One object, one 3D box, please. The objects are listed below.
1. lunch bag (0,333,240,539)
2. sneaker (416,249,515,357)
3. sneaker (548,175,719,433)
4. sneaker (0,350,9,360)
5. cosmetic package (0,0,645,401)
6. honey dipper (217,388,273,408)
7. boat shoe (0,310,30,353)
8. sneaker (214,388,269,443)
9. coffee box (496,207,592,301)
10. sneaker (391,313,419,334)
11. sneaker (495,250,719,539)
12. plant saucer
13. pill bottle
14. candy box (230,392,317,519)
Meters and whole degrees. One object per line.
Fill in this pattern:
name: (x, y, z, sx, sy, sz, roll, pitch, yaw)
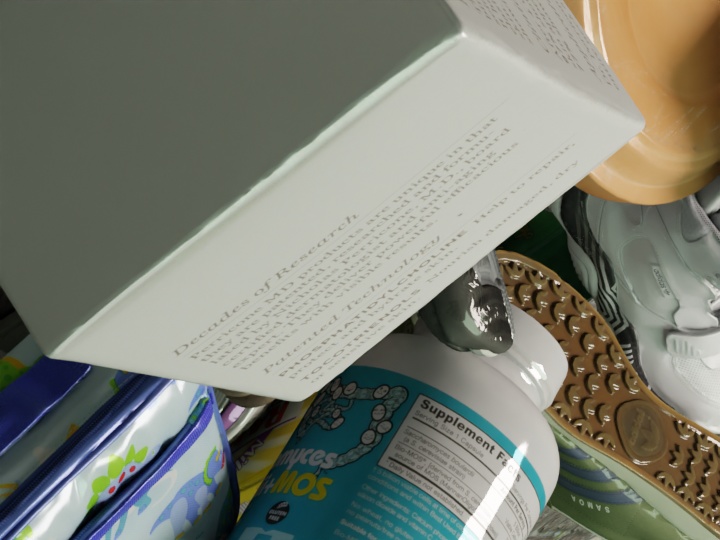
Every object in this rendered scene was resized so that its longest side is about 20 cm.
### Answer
lunch bag: (-0.138, 0.117, 1.143, 0.200, 0.082, 0.161, -44, 150, -28)
sneaker: (0.000, 0.000, 1.201, 0.115, 0.075, 0.200, -16, -164, 4)
sneaker: (0.165, 0.006, 1.322, 0.075, 0.115, 0.200, -46, 125, -26)
sneaker: (-0.217, 0.098, 1.161, 0.199, 0.075, 0.114, -14, 120, -37)
cosmetic package: (-0.038, -0.075, 0.940, 0.166, 0.168, 0.200, -38, 161, 14)
honey dipper: (-0.089, -0.008, 1.129, 0.038, 0.038, 0.200, -36, 136, 7)
boat shoe: (-0.155, 0.065, 1.270, 0.199, 0.076, 0.060, -22, 162, -1)
sneaker: (-0.105, 0.087, 1.402, 0.200, 0.075, 0.100, -36, 177, 24)
coffee box: (0.129, -0.044, 1.435, 0.200, 0.044, 0.123, -37, -160, 8)
sneaker: (0.013, 0.006, 1.347, 0.200, 0.090, 0.067, -17, 154, -44)
sneaker: (0.099, 0.078, 1.349, 0.090, 0.200, 0.067, -28, -153, 48)
plant saucer: (0.126, -0.125, 1.118, 0.200, 0.032, 0.201, -17, 113, -48)
pill bottle: (0.013, 0.105, 1.214, 0.200, 0.111, 0.111, -57, 173, -25)
candy box: (-0.078, 0.106, 1.426, 0.200, 0.026, 0.102, -29, -156, 34)
